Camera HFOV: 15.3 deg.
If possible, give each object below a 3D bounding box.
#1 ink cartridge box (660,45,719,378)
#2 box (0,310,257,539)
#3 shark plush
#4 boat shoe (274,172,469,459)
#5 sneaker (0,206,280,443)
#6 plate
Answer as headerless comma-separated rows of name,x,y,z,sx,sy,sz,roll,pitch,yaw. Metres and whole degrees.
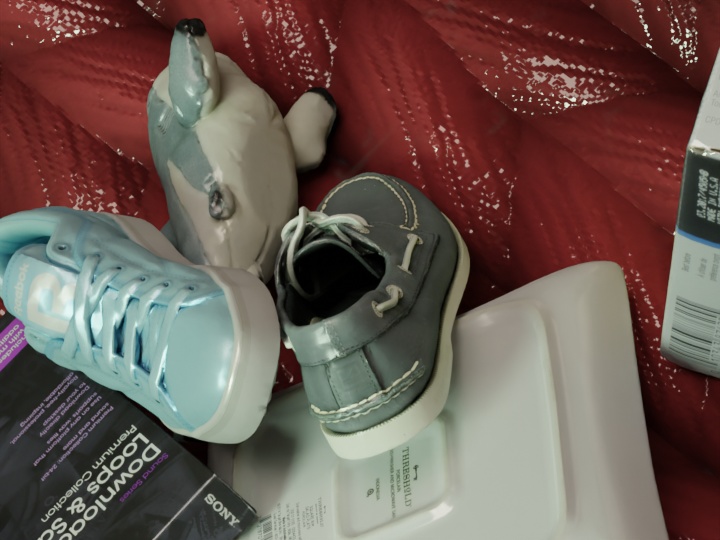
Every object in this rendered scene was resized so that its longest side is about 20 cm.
ink cartridge box,0.164,-0.085,1.025,0.047,0.198,0.200,14,68,11
box,-0.144,0.107,1.127,0.143,0.036,0.200,-48,38,-7
shark plush,-0.062,-0.014,1.191,0.083,0.091,0.200,-28,61,38
boat shoe,0.000,0.000,1.094,0.073,0.062,0.200,-25,25,13
sneaker,-0.102,0.022,1.094,0.200,0.082,0.074,24,106,60
plate,0.019,0.091,1.054,0.200,0.032,0.200,-24,40,18
